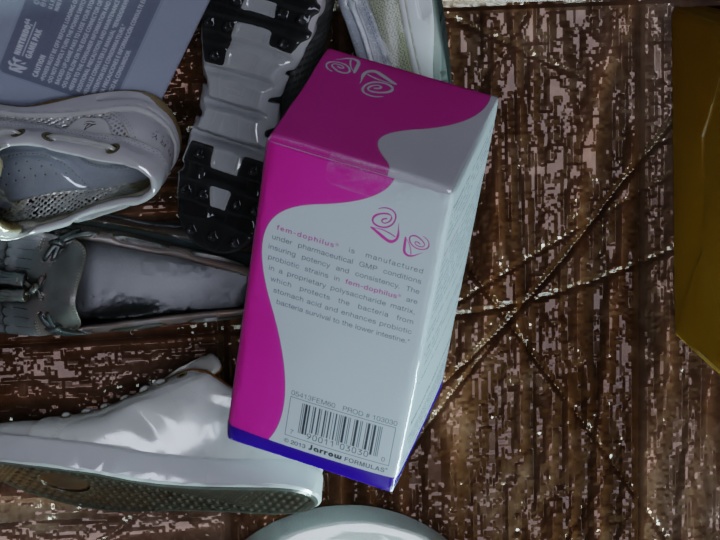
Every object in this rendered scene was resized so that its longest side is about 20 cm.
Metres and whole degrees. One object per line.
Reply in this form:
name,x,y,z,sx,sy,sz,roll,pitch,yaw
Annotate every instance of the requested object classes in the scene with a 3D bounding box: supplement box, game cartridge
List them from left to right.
game cartridge,-0.148,-0.152,1.236,0.132,0.041,0.200,16,139,-16
supplement box,0.000,0.000,1.253,0.100,0.104,0.201,17,128,9
supplement box,0.289,-0.049,1.323,0.198,0.133,0.199,-4,102,-7

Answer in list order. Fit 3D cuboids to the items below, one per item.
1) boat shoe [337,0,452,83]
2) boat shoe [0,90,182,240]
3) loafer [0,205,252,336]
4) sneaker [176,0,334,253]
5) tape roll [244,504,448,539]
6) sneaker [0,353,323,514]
boat shoe,0.020,-0.087,1.312,0.064,0.074,0.204,-5,105,6
boat shoe,-0.197,-0.049,1.269,0.198,0.070,0.071,-12,121,12
loafer,-0.145,0.003,1.311,0.198,0.063,0.072,-2,102,-7
sneaker,-0.049,-0.113,1.288,0.066,0.090,0.202,19,108,16
tape roll,-0.010,0.240,1.392,0.201,0.037,0.205,-2,102,-8
sneaker,-0.119,0.091,1.342,0.198,0.073,0.085,3,68,-1
